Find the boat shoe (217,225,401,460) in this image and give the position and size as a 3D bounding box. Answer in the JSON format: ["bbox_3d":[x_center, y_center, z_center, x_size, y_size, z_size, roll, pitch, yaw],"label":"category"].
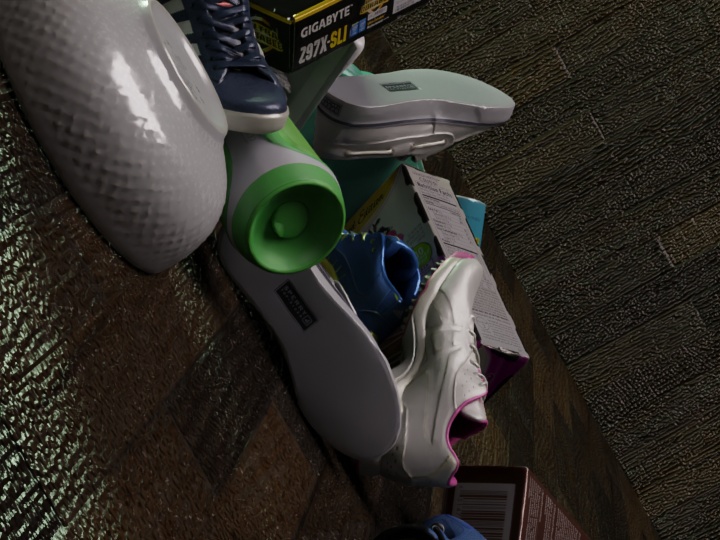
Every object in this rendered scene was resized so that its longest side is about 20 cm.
[{"bbox_3d":[-0.033,0.043,1.490,0.201,0.071,0.068,55,10,2],"label":"boat shoe"}]

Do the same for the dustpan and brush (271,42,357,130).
[{"bbox_3d":[-0.117,-0.181,1.600,0.200,0.140,0.057,40,9,26],"label":"dustpan and brush"}]

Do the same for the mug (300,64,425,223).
[{"bbox_3d":[-0.007,-0.101,1.806,0.185,0.113,0.153,68,6,-74],"label":"mug"}]

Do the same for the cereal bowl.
[{"bbox_3d":[-0.138,-0.104,1.266,0.201,0.083,0.200,60,7,-13],"label":"cereal bowl"}]

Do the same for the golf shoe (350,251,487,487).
[{"bbox_3d":[0.063,0.078,1.559,0.076,0.091,0.201,85,26,-59],"label":"golf shoe"}]

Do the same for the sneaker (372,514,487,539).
[{"bbox_3d":[0.052,0.203,1.427,0.090,0.078,0.200,62,8,-10],"label":"sneaker"}]

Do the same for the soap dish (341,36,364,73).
[{"bbox_3d":[-0.082,-0.201,1.710,0.081,0.157,0.201,36,20,-29],"label":"soap dish"}]

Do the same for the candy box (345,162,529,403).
[{"bbox_3d":[0.043,0.032,1.700,0.061,0.136,0.201,18,36,-39],"label":"candy box"}]

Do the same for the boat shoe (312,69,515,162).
[{"bbox_3d":[0.043,-0.121,1.726,0.199,0.066,0.072,-9,37,-43],"label":"boat shoe"}]

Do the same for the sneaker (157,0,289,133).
[{"bbox_3d":[-0.098,-0.168,1.393,0.074,0.085,0.200,-1,34,-31],"label":"sneaker"}]

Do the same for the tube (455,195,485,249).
[{"bbox_3d":[0.067,0.038,1.767,0.050,0.077,0.202,-2,-102,64],"label":"tube"}]

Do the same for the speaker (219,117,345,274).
[{"bbox_3d":[-0.080,-0.080,1.436,0.089,0.088,0.200,54,0,-41],"label":"speaker"}]

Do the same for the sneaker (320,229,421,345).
[{"bbox_3d":[0.000,0.000,1.658,0.076,0.105,0.201,43,18,-37],"label":"sneaker"}]

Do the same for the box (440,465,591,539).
[{"bbox_3d":[0.125,0.233,1.665,0.200,0.074,0.101,48,46,-55],"label":"box"}]

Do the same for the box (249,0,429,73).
[{"bbox_3d":[-0.071,-0.224,1.545,0.199,0.159,0.050,28,-47,32],"label":"box"}]
